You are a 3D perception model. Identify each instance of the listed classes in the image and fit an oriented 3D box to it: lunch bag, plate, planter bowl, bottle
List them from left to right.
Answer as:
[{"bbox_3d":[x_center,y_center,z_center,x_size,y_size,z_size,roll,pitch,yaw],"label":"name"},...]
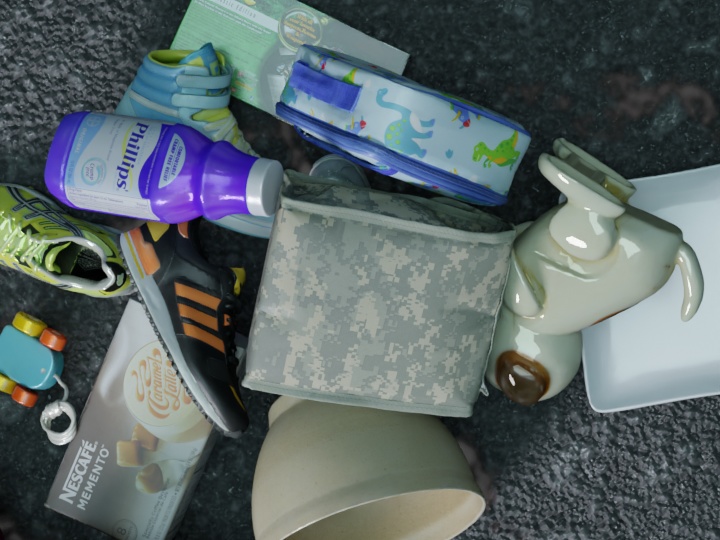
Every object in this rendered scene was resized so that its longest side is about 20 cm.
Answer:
[{"bbox_3d":[-0.162,-0.082,1.367,0.199,0.065,0.084,10,75,20],"label":"bottle"},{"bbox_3d":[-0.006,0.167,1.405,0.199,0.200,0.135,-19,65,6],"label":"planter bowl"},{"bbox_3d":[0.018,0.021,1.318,0.199,0.118,0.165,11,105,-4],"label":"lunch bag"},{"bbox_3d":[0.028,-0.120,1.341,0.160,0.200,0.083,19,96,-33],"label":"lunch bag"},{"bbox_3d":[0.284,0.012,1.436,0.199,0.032,0.201,-9,93,5],"label":"plate"}]

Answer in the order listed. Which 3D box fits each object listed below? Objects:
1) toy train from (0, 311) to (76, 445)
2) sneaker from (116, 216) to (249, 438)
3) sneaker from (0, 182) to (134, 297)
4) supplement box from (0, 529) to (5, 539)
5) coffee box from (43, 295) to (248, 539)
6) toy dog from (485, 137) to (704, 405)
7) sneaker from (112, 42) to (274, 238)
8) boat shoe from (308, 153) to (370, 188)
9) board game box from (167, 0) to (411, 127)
[{"bbox_3d":[-0.337,0.118,1.472,0.199,0.056,0.151,-14,79,16],"label":"toy train"},{"bbox_3d":[-0.127,0.039,1.378,0.090,0.070,0.201,-28,80,-4],"label":"sneaker"},{"bbox_3d":[-0.287,-0.030,1.459,0.199,0.076,0.076,15,96,5],"label":"sneaker"},{"bbox_3d":[-0.359,0.301,1.408,0.130,0.103,0.201,-21,91,7],"label":"supplement box"},{"bbox_3d":[-0.185,0.135,1.458,0.114,0.080,0.201,24,94,3],"label":"coffee box"},{"bbox_3d":[0.169,0.016,1.380,0.193,0.140,0.200,33,108,-4],"label":"toy dog"},{"bbox_3d":[-0.121,-0.120,1.424,0.199,0.080,0.131,28,113,2],"label":"sneaker"},{"bbox_3d":[0.001,-0.001,1.423,0.070,0.072,0.202,-18,108,13],"label":"boat shoe"},{"bbox_3d":[-0.065,-0.188,1.457,0.199,0.023,0.105,27,98,2],"label":"board game box"}]
